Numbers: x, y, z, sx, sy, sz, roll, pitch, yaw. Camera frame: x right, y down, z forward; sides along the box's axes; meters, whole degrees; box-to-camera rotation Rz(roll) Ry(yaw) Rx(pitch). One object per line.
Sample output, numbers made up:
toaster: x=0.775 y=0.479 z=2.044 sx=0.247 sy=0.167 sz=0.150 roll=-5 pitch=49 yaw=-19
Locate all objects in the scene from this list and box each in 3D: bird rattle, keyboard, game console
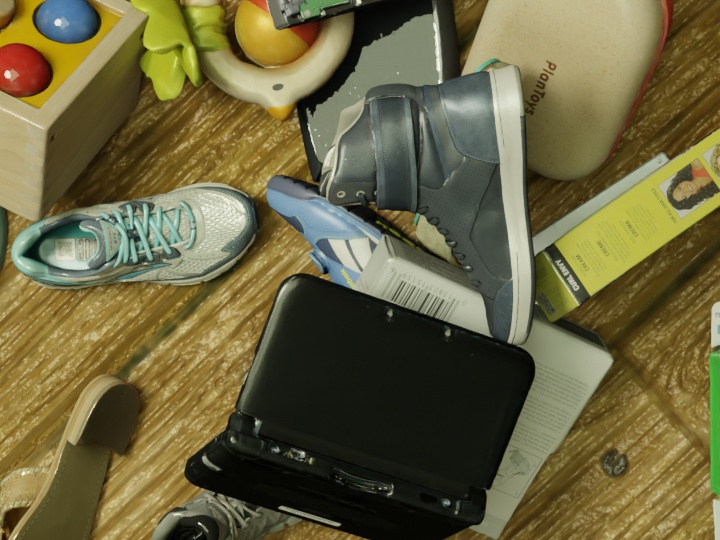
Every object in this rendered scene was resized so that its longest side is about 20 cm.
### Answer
bird rattle: x=-0.080 y=-0.205 z=1.336 sx=0.163 sy=0.113 sz=0.201 roll=36 pitch=76 yaw=-5
keyboard: x=0.164 y=-0.014 z=1.368 sx=0.199 sy=0.011 sz=0.057 roll=-33 pitch=80 yaw=7
game console: x=-0.003 y=0.108 z=1.272 sx=0.198 sy=0.176 sz=0.117 roll=19 pitch=64 yaw=-16

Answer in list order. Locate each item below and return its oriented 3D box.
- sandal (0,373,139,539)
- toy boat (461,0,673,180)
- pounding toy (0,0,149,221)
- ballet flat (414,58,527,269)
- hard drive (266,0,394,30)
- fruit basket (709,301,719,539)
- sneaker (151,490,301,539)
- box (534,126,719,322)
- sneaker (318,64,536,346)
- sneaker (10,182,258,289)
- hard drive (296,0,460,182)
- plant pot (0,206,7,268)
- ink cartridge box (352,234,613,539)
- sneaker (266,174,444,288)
sandal: x=-0.251 y=0.174 z=1.410 sx=0.069 sy=0.077 sz=0.213 roll=24 pitch=86 yaw=39
toy boat: x=0.160 y=-0.175 z=1.315 sx=0.130 sy=0.131 sz=0.201 roll=29 pitch=136 yaw=7
pounding toy: x=-0.288 y=-0.163 z=1.323 sx=0.199 sy=0.185 sz=0.143 roll=26 pitch=138 yaw=7
ballet flat: x=0.092 y=-0.073 z=1.300 sx=0.067 sy=0.201 sz=0.062 roll=-31 pitch=67 yaw=-28
hard drive: x=0.009 y=-0.267 z=1.307 sx=0.199 sy=0.038 sz=0.141 roll=-19 pitch=94 yaw=-26
fruit basket: x=0.357 y=0.115 z=1.312 sx=0.198 sy=0.094 sz=0.187 roll=-1 pitch=90 yaw=-7
sneaker: x=-0.086 y=0.177 z=1.349 sx=0.200 sy=0.115 sz=0.075 roll=-41 pitch=85 yaw=6
box: x=0.212 y=-0.041 z=1.296 sx=0.199 sy=0.075 sz=0.050 roll=-34 pitch=86 yaw=-16
sneaker: x=0.047 y=-0.037 z=1.228 sx=0.145 sy=0.077 sz=0.204 roll=-7 pitch=113 yaw=1
sneaker: x=-0.177 y=-0.020 z=1.378 sx=0.198 sy=0.086 sz=0.078 roll=-12 pitch=89 yaw=8
hard drive: x=0.007 y=-0.176 z=1.374 sx=0.133 sy=0.042 sz=0.202 roll=-6 pitch=89 yaw=8
plant pot: x=-0.393 y=-0.035 z=1.386 sx=0.198 sy=0.134 sz=0.203 roll=0 pitch=89 yaw=8
ink cartridge box: x=0.062 y=0.091 z=1.324 sx=0.199 sy=0.044 sz=0.174 roll=24 pitch=109 yaw=-20
sneaker: x=0.000 y=0.000 z=1.360 sx=0.199 sy=0.074 sz=0.083 roll=37 pitch=102 yaw=11
